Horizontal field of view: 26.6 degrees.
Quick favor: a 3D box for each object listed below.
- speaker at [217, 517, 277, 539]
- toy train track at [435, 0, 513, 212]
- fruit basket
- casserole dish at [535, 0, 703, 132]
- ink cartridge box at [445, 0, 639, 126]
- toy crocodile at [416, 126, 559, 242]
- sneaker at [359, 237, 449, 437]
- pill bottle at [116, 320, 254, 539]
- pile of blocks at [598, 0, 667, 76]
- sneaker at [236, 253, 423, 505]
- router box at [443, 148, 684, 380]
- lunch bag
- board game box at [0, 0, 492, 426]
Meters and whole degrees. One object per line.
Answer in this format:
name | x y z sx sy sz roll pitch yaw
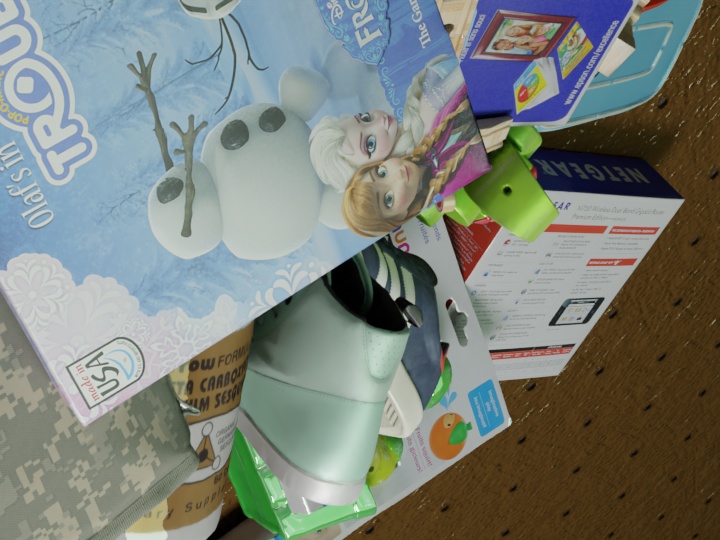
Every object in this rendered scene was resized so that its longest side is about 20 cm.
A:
speaker | -0.123 0.262 1.138 0.199 0.081 0.081 -35 149 -8
toy train track | 0.033 -0.076 0.727 0.113 0.033 0.201 -8 149 -16
fruit basket | 0.001 0.071 0.968 0.198 0.094 0.187 -27 111 -19
casserole dish | 0.149 -0.141 0.937 0.199 0.039 0.122 -17 137 -46
ink cartridge box | 0.044 -0.141 0.701 0.197 0.047 0.198 -2 147 -23
toy crocodile | 0.065 -0.053 0.878 0.068 0.062 0.200 -48 -170 -5
sneaker | 0.000 0.000 0.873 0.085 0.074 0.202 -52 138 -34
pill bottle | -0.110 0.030 0.752 0.113 0.114 0.203 -6 114 -43
pile of blocks | 0.153 -0.190 0.834 0.062 0.082 0.202 27 95 -22
sneaker | -0.045 0.022 0.824 0.073 0.200 0.119 5 115 -45
router box | 0.119 0.000 1.098 0.199 0.049 0.181 0 130 -47
lunch bag | -0.176 0.056 0.633 0.199 0.117 0.166 -30 115 -23
board game box | -0.066 -0.077 0.563 0.198 0.043 0.202 -32 122 -13
